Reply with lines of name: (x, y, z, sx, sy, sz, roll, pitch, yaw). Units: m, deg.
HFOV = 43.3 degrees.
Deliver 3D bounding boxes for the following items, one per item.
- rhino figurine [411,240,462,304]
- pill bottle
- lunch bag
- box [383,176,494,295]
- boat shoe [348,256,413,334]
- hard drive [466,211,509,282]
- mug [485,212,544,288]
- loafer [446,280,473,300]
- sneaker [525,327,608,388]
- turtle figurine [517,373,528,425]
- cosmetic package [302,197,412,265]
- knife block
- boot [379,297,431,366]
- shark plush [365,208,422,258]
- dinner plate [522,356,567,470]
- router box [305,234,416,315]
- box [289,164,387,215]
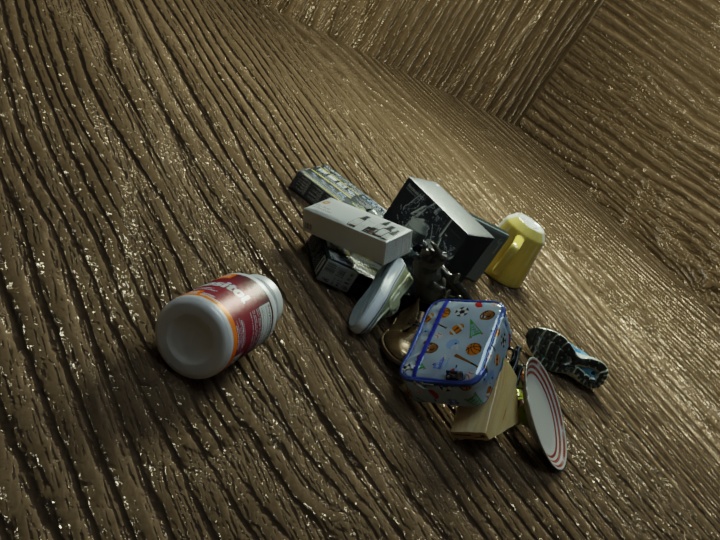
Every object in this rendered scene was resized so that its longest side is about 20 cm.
rhino figurine: (0.134, 0.013, 1.660, 0.087, 0.200, 0.060, 27, 62, 26)
pill bottle: (-0.186, 0.067, 1.251, 0.113, 0.113, 0.200, 37, 21, 8)
lunch bag: (0.153, 0.134, 1.492, 0.160, 0.076, 0.200, 4, 43, 29)
box: (0.141, -0.062, 1.890, 0.104, 0.182, 0.200, 4, 36, -51)
boat shoe: (0.044, 0.050, 1.615, 0.062, 0.072, 0.200, 46, 46, -12)
hard drive: (0.223, -0.068, 2.077, 0.200, 0.140, 0.033, 23, 23, -25)
mug: (0.385, -0.050, 2.252, 0.149, 0.153, 0.187, 24, 24, -25)
loafer: (0.180, 0.065, 1.776, 0.200, 0.071, 0.073, 48, -1, -17)
sneaker: (0.437, 0.188, 1.970, 0.200, 0.079, 0.090, 33, 2, -11)
turtle figurine: (0.281, 0.217, 1.665, 0.200, 0.064, 0.161, 32, 22, -9)
cosmetic package: (-0.007, -0.076, 1.686, 0.200, 0.051, 0.082, 24, 31, 32)
knife block: (0.212, 0.178, 1.513, 0.064, 0.176, 0.200, -6, 1, 31)
boot: (0.086, 0.107, 1.609, 0.074, 0.076, 0.200, 34, 23, -5)
shark plush: (0.064, -0.054, 1.833, 0.199, 0.083, 0.091, 13, 47, 10)
dinner plate: (0.320, 0.252, 1.595, 0.200, 0.024, 0.201, 49, 31, -44)
router box: (0.000, 0.000, 1.737, 0.200, 0.051, 0.149, 25, 22, -22)
box: (-0.040, -0.155, 2.012, 0.200, 0.049, 0.161, 38, 20, 9)
